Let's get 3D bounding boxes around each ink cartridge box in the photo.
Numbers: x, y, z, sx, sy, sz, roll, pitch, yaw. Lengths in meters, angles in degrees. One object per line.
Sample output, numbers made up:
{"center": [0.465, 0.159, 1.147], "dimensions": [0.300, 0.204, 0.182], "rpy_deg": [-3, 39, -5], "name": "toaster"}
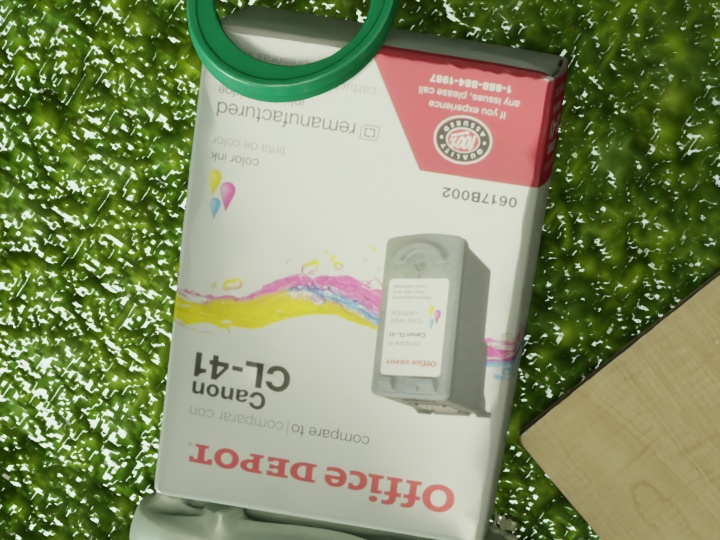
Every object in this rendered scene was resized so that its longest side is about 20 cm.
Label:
{"center": [0.000, 0.000, 0.888], "dimensions": [0.147, 0.086, 0.201], "rpy_deg": [9, 101, 6], "name": "ink cartridge box"}

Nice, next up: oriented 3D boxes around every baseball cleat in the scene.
{"center": [-0.007, 0.151, 0.938], "dimensions": [0.199, 0.070, 0.107], "rpy_deg": [12, 110, 15], "name": "baseball cleat"}

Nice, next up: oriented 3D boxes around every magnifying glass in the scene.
{"center": [0.010, -0.148, 0.842], "dimensions": [0.079, 0.022, 0.200], "rpy_deg": [37, 78, 15], "name": "magnifying glass"}

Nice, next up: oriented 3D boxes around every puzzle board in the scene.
{"center": [0.188, 0.101, 0.918], "dimensions": [0.151, 0.017, 0.200], "rpy_deg": [-40, 95, 13], "name": "puzzle board"}
